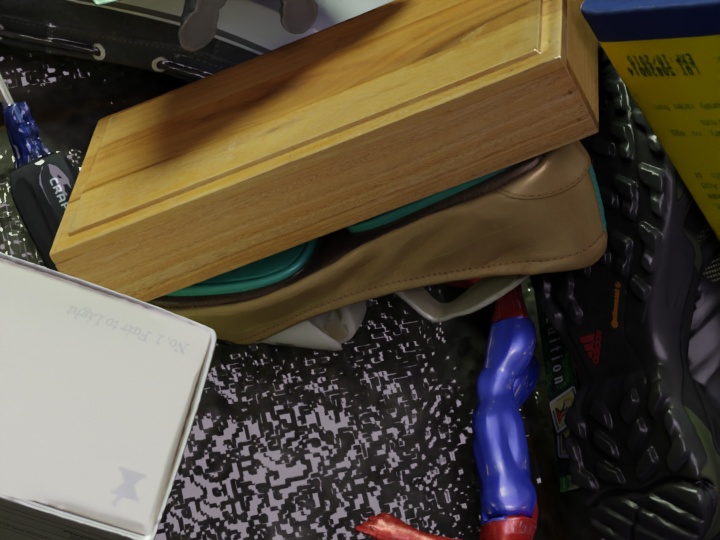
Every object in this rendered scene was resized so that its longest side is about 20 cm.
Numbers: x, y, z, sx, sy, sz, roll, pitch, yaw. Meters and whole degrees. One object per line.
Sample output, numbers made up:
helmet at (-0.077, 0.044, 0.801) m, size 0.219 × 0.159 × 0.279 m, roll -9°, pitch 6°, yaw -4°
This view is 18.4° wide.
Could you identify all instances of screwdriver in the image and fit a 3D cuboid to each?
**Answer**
screwdriver at (-0.138, -0.079, 0.854) m, size 0.029 × 0.028 × 0.200 m, roll -19°, pitch 97°, yaw 5°

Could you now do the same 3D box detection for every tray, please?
tray at (-0.012, -0.054, 0.813) m, size 0.200 × 0.099 × 0.037 m, roll -19°, pitch 120°, yaw 18°

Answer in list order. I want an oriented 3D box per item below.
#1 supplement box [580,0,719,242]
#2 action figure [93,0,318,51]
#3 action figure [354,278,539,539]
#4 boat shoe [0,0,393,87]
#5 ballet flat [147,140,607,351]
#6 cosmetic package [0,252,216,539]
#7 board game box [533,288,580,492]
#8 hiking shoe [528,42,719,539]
supplement box at (0.189, -0.049, 0.785) m, size 0.110 × 0.109 × 0.200 m, roll -46°, pitch 117°, yaw -25°
action figure at (-0.079, -0.164, 0.863) m, size 0.118 × 0.055 × 0.200 m, roll -9°, pitch 47°, yaw -24°
action figure at (0.030, 0.086, 0.847) m, size 0.099 × 0.065 × 0.200 m, roll -10°, pitch 65°, yaw 3°
boat shoe at (-0.058, -0.098, 0.888) m, size 0.200 × 0.057 × 0.069 m, roll 16°, pitch 34°, yaw -7°
ballet flat at (0.000, 0.000, 0.831) m, size 0.063 × 0.200 × 0.069 m, roll 58°, pitch 35°, yaw -25°
cosmetic package at (-0.119, 0.060, 0.751) m, size 0.103 × 0.200 × 0.073 m, roll 20°, pitch 70°, yaw -8°
board game box at (0.111, -0.010, 0.902) m, size 0.105 × 0.023 × 0.200 m, roll 4°, pitch 72°, yaw -39°
hiking shoe at (0.118, 0.009, 0.849) m, size 0.101 × 0.076 × 0.200 m, roll 4°, pitch 78°, yaw -49°
